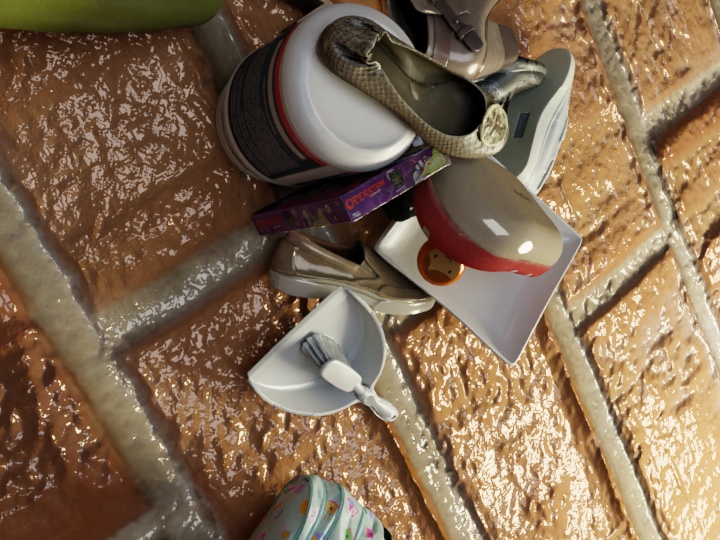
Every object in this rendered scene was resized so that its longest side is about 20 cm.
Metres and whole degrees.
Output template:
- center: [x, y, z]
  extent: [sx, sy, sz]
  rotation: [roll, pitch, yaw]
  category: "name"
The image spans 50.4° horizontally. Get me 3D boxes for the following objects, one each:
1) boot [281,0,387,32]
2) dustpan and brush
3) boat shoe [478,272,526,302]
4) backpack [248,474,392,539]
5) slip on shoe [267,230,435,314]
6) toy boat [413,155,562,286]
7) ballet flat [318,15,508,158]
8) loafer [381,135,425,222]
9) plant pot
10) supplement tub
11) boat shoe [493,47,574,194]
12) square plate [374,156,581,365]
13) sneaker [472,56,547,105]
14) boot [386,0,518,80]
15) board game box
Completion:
- center: [-0.040, -0.334, 0.787]
  extent: [0.155, 0.076, 0.201]
  rotation: [-43, 113, -21]
  category: "boot"
- center: [-0.012, 0.115, 0.811]
  extent: [0.139, 0.057, 0.200]
  rotation: [-43, 146, 1]
  category: "dustpan and brush"
- center: [0.180, -0.015, 0.932]
  extent: [0.199, 0.074, 0.074]
  rotation: [-29, 95, -36]
  category: "boat shoe"
- center: [-0.059, 0.305, 0.741]
  extent: [0.126, 0.166, 0.201]
  rotation: [43, 64, -18]
  category: "backpack"
- center: [0.000, 0.000, 0.815]
  extent: [0.198, 0.076, 0.061]
  rotation: [10, 106, -23]
  category: "slip on shoe"
- center: [0.110, -0.034, 0.770]
  extent: [0.131, 0.131, 0.199]
  rotation: [56, 21, 20]
  category: "toy boat"
- center: [0.055, -0.149, 0.631]
  extent: [0.199, 0.046, 0.068]
  rotation: [25, 78, -30]
  category: "ballet flat"
- center: [0.039, -0.155, 0.806]
  extent: [0.072, 0.073, 0.202]
  rotation: [-17, 94, -24]
  category: "loafer"
- center: [-0.214, -0.279, 0.645]
  extent: [0.199, 0.186, 0.189]
  rotation: [2, 89, -45]
  category: "plant pot"
- center: [-0.045, -0.154, 0.715]
  extent: [0.139, 0.199, 0.142]
  rotation: [0, 90, -31]
  category: "supplement tub"
- center: [0.223, -0.181, 0.960]
  extent: [0.071, 0.070, 0.202]
  rotation: [38, 69, -45]
  category: "boat shoe"
- center: [0.135, -0.027, 0.859]
  extent: [0.200, 0.028, 0.199]
  rotation: [40, 62, -7]
  category: "square plate"
- center: [0.134, -0.212, 0.907]
  extent: [0.198, 0.073, 0.083]
  rotation: [-13, 113, -25]
  category: "sneaker"
- center: [0.090, -0.293, 0.835]
  extent: [0.145, 0.070, 0.201]
  rotation: [-5, 61, -35]
  category: "boot"
- center: [-0.016, -0.076, 0.733]
  extent: [0.120, 0.199, 0.032]
  rotation: [-37, 107, -26]
  category: "board game box"
